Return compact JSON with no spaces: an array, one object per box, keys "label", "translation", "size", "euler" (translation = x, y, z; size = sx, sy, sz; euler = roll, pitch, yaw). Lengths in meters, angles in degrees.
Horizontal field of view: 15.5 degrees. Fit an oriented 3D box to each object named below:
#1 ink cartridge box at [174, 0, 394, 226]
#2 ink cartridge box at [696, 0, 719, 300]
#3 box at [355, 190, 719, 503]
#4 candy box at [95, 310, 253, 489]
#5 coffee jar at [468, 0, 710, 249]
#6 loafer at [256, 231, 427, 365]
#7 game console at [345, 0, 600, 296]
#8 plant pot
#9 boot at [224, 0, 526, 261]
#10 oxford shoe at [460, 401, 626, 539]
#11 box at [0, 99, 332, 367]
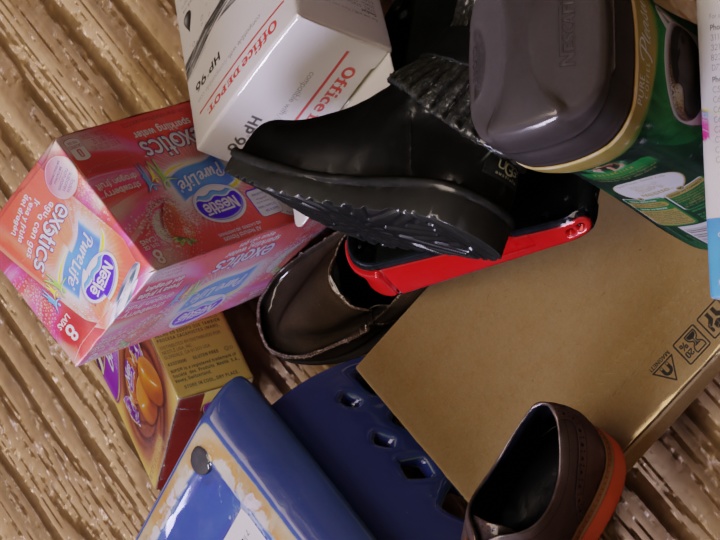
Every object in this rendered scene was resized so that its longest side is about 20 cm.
[{"label":"ink cartridge box","translation":[-0.047,-0.137,1.556],"size":[0.116,0.068,0.200],"euler":[-51,34,32]},{"label":"ink cartridge box","translation":[0.225,-0.087,1.295],"size":[0.068,0.115,0.201],"euler":[-5,87,44]},{"label":"box","translation":[0.109,0.034,1.431],"size":[0.200,0.021,0.164],"euler":[-48,56,10]},{"label":"candy box","translation":[-0.138,0.022,1.677],"size":[0.200,0.056,0.117],"euler":[64,156,27]},{"label":"coffee jar","translation":[0.136,-0.084,1.315],"size":[0.085,0.200,0.105],"euler":[-14,66,37]},{"label":"loafer","translation":[0.000,0.000,1.553],"size":[0.200,0.071,0.073],"euler":[-30,69,41]},{"label":"game console","translation":[0.071,-0.090,1.464],"size":[0.176,0.031,0.201],"euler":[-15,56,39]},{"label":"plant pot","translation":[-0.015,0.175,1.492],"size":[0.200,0.179,0.200],"euler":[50,123,34]},{"label":"boot","translation":[0.031,-0.095,1.423],"size":[0.211,0.079,0.158],"euler":[12,76,43]},{"label":"oxford shoe","translation":[0.065,0.159,1.346],"size":[0.071,0.073,0.201],"euler":[14,74,35]},{"label":"box","translation":[-0.110,-0.030,1.565],"size":[0.103,0.200,0.095],"euler":[51,125,13]}]
